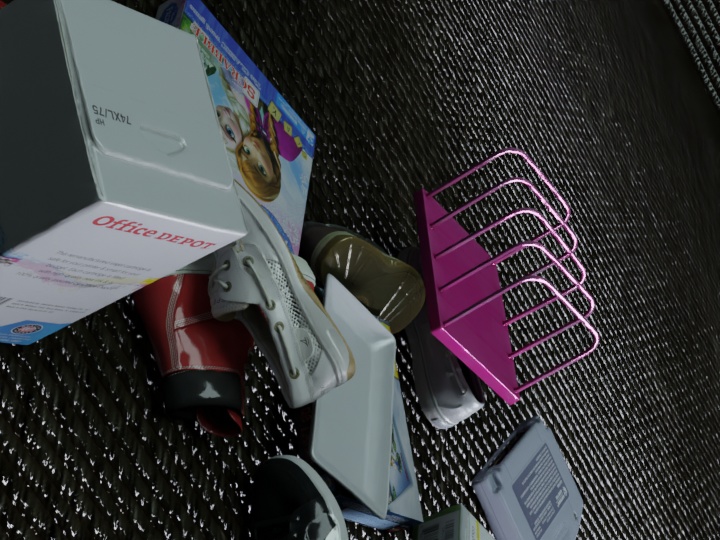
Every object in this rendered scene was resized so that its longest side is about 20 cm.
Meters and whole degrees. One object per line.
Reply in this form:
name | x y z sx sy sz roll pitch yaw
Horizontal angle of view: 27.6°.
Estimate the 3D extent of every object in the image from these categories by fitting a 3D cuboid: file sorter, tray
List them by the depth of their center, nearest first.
tray | -0.011 0.108 1.257 0.107 0.022 0.201 46 33 -35
file sorter | 0.149 -0.002 1.465 0.139 0.125 0.201 42 28 -35

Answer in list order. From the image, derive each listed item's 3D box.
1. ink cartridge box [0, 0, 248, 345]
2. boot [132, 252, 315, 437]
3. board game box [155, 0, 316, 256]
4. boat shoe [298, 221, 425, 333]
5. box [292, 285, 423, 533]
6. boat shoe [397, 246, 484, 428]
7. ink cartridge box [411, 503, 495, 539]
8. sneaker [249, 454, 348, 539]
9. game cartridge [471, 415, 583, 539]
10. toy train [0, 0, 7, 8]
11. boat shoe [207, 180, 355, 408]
ink cartridge box | -0.202 -0.059 0.920 0.146 0.199 0.148 13 57 -59
boot | -0.095 0.060 1.175 0.199 0.072 0.146 -2 71 -54
board game box | -0.120 -0.115 1.298 0.200 0.041 0.201 47 32 -34
boat shoe | -0.001 0.001 1.397 0.066 0.072 0.201 42 3 32
box | -0.009 0.124 1.314 0.136 0.037 0.202 28 45 -51
boat shoe | 0.085 0.060 1.507 0.072 0.068 0.202 34 40 -47
ink cartridge box | 0.121 0.323 1.373 0.200 0.059 0.104 50 30 -30
sneaker | -0.059 0.235 1.091 0.112 0.073 0.202 14 58 -60
game cartridge | 0.185 0.250 1.581 0.134 0.041 0.200 62 26 -1
toy train | -0.291 -0.183 1.003 0.116 0.084 0.200 54 26 5
boat shoe | -0.084 0.012 1.106 0.069 0.071 0.201 -33 84 -20
